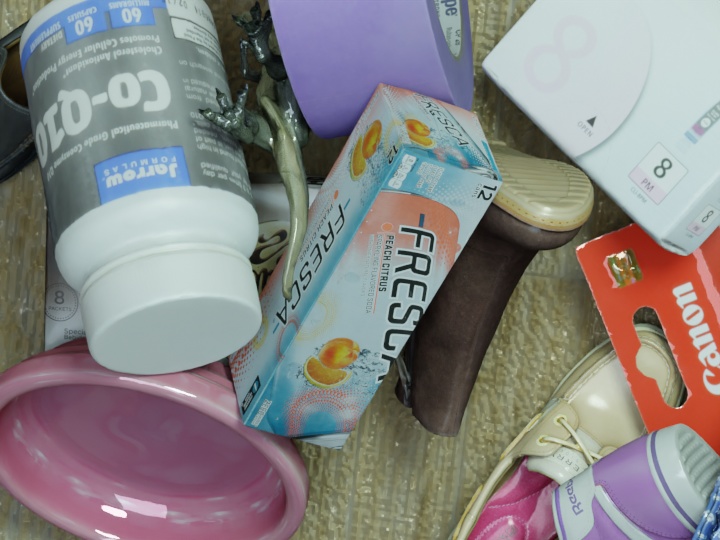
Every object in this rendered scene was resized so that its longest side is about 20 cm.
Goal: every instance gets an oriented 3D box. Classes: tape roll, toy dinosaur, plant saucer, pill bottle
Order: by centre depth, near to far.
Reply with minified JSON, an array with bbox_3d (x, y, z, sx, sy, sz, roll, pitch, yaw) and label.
[{"bbox_3d":[-0.051,-0.088,1.400,0.047,0.088,0.200,-15,50,15],"label":"toy dinosaur"},{"bbox_3d":[-0.119,-0.051,1.411,0.114,0.114,0.200,-19,63,10],"label":"pill bottle"},{"bbox_3d":[0.003,-0.177,1.423,0.085,0.200,0.200,-8,94,9],"label":"tape roll"},{"bbox_3d":[-0.125,0.101,1.500,0.200,0.201,0.051,9,55,8],"label":"plant saucer"}]

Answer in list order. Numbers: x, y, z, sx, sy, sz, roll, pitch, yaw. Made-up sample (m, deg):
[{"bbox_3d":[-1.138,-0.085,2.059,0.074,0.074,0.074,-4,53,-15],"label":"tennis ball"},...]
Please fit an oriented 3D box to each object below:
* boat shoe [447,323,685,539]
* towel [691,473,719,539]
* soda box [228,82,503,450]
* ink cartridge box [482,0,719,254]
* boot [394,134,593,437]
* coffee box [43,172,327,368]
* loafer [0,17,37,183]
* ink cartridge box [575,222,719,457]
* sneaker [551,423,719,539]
[{"bbox_3d":[0.121,0.119,1.499,0.074,0.069,0.200,37,99,4],"label":"boat shoe"},{"bbox_3d":[0.226,0.181,1.407,0.024,0.145,0.200,2,58,45],"label":"towel"},{"bbox_3d":[0.000,0.000,1.391,0.064,0.068,0.200,16,122,-23],"label":"soda box"},{"bbox_3d":[0.190,-0.135,1.436,0.200,0.057,0.163,-51,59,14],"label":"ink cartridge box"},{"bbox_3d":[0.071,0.015,1.439,0.072,0.200,0.166,7,100,-14],"label":"boot"},{"bbox_3d":[-0.082,-0.002,1.514,0.200,0.080,0.113,4,97,9],"label":"coffee box"},{"bbox_3d":[-0.206,-0.110,1.527,0.200,0.072,0.073,-41,88,10],"label":"loafer"},{"bbox_3d":[0.247,0.022,1.460,0.200,0.057,0.163,-22,92,-8],"label":"ink cartridge box"},{"bbox_3d":[0.184,0.170,1.473,0.114,0.073,0.200,-29,123,23],"label":"sneaker"}]
